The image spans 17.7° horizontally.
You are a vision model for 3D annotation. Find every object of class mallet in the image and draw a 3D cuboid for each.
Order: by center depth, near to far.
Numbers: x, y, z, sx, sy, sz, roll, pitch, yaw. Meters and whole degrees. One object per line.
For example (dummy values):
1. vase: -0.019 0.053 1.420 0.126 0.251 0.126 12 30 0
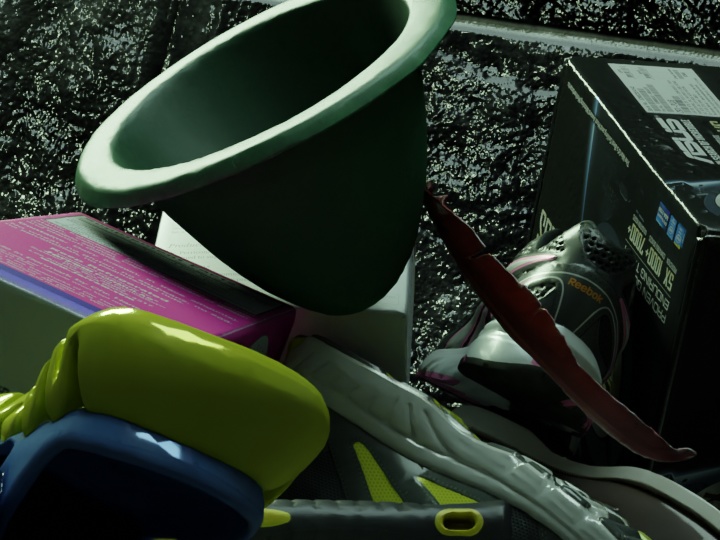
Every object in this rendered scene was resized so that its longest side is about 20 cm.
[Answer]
1. mallet: -0.056 0.067 0.691 0.200 0.066 0.041 -5 -33 -2

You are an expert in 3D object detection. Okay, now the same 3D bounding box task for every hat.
1. hat: 0.000 0.000 0.915 0.165 0.176 0.200 -27 21 3

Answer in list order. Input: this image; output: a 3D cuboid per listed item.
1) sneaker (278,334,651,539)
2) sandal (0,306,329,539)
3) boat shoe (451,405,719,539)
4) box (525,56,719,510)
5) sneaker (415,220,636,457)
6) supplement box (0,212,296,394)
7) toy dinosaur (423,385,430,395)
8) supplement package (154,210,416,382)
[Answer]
1. sneaker: 0.037 0.103 0.866 0.200 0.085 0.074 32 0 31
2. sandal: -0.078 0.075 0.565 0.079 0.087 0.200 26 -25 -10
3. boat shoe: 0.088 0.114 0.967 0.059 0.072 0.200 -39 37 -26
4. box: 0.146 0.013 1.066 0.086 0.164 0.200 2 27 -15
5. sneaker: 0.086 0.027 1.016 0.080 0.086 0.200 31 -9 -5
6. supplement box: -0.102 0.046 0.817 0.103 0.101 0.200 24 6 8
7. toy dinosaur: -0.031 0.111 1.123 0.105 0.200 0.182 -33 -7 -26
8. supplement package: -0.031 0.010 1.024 0.109 0.114 0.200 2 32 2
